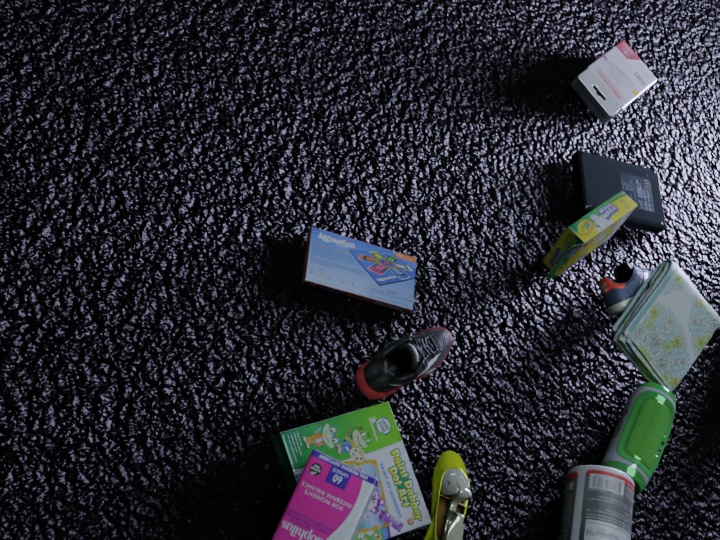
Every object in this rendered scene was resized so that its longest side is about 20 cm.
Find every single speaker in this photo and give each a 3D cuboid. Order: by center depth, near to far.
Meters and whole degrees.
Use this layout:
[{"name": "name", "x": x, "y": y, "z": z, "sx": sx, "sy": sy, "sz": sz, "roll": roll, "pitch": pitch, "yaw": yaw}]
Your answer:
[{"name": "speaker", "x": 0.489, "y": 0.294, "z": 1.716, "sx": 0.088, "sy": 0.088, "sz": 0.200, "roll": 39, "pitch": 56, "yaw": -5}]

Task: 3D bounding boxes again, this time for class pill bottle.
[{"name": "pill bottle", "x": 0.379, "y": 0.429, "z": 1.580, "sx": 0.113, "sy": 0.114, "sz": 0.201, "roll": 23, "pitch": 59, "yaw": -15}]

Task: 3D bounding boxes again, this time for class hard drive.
[{"name": "hard drive", "x": 0.522, "y": -0.159, "z": 1.978, "sx": 0.199, "sy": 0.033, "sz": 0.140, "roll": 11, "pitch": 62, "yaw": -22}]

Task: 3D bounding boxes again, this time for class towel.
[{"name": "towel", "x": 0.569, "y": 0.106, "z": 1.821, "sx": 0.171, "sy": 0.048, "sz": 0.200, "roll": 47, "pitch": 73, "yaw": -19}]

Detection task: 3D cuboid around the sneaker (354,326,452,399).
[{"name": "sneaker", "x": 0.086, "y": 0.139, "z": 1.579, "sx": 0.200, "sy": 0.098, "sz": 0.071, "roll": -25, "pitch": 78, "yaw": -35}]

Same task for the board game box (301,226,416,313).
[{"name": "board game box", "x": 0.000, "y": 0.000, "z": 1.648, "sx": 0.199, "sy": 0.019, "sz": 0.104, "roll": 16, "pitch": 62, "yaw": -19}]

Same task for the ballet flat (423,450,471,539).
[{"name": "ballet flat", "x": 0.142, "y": 0.370, "z": 1.515, "sx": 0.067, "sy": 0.067, "sz": 0.201, "roll": 24, "pitch": 58, "yaw": -14}]

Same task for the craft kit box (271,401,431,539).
[{"name": "craft kit box", "x": -0.013, "y": 0.319, "z": 1.478, "sx": 0.197, "sy": 0.048, "sz": 0.201, "roll": -11, "pitch": 73, "yaw": -33}]

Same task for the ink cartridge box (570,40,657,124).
[{"name": "ink cartridge box", "x": 0.527, "y": -0.392, "z": 2.070, "sx": 0.200, "sy": 0.067, "sz": 0.117, "roll": -37, "pitch": 86, "yaw": -36}]

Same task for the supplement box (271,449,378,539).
[{"name": "supplement box", "x": -0.060, "y": 0.363, "z": 1.350, "sx": 0.101, "sy": 0.103, "sz": 0.201, "roll": 23, "pitch": 77, "yaw": 7}]

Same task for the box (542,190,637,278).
[{"name": "box", "x": 0.422, "y": -0.064, "z": 1.831, "sx": 0.200, "sy": 0.118, "sz": 0.048, "roll": -33, "pitch": 72, "yaw": -35}]

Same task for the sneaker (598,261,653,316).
[{"name": "sneaker", "x": 0.540, "y": 0.016, "z": 1.878, "sx": 0.199, "sy": 0.075, "sz": 0.085, "roll": -20, "pitch": 81, "yaw": -32}]
